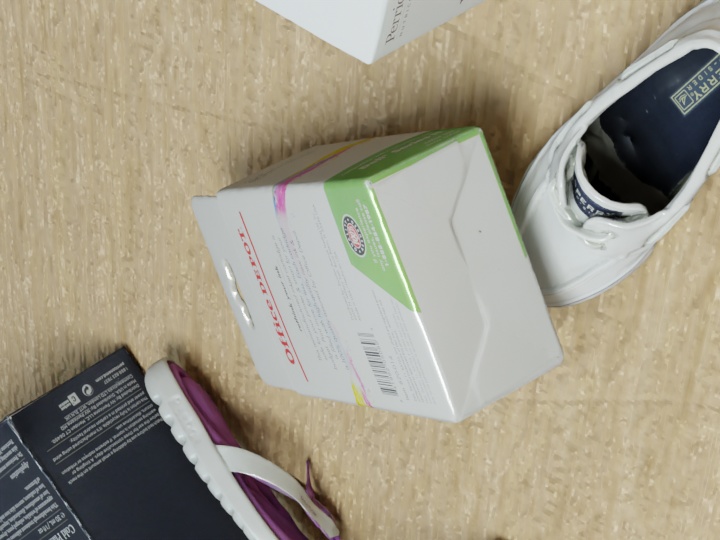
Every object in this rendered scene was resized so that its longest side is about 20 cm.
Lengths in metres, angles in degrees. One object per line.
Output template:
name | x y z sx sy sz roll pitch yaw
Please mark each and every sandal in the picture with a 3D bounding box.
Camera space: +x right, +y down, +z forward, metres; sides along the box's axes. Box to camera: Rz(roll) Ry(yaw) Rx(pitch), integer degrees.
sandal | -0.054 0.125 0.946 0.050 0.082 0.203 -41 81 3

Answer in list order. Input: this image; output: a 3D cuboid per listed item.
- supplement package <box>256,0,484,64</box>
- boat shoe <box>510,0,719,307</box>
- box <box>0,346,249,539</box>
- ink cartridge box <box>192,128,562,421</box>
supplement package | -0.006 -0.219 0.663 0.155 0.111 0.201 32 132 24
boat shoe | 0.110 -0.045 0.694 0.074 0.065 0.201 44 136 12
box | -0.182 0.181 1.057 0.183 0.104 0.200 56 137 2
ink cartridge box | 0.000 0.000 0.783 0.199 0.067 0.118 2 117 61
